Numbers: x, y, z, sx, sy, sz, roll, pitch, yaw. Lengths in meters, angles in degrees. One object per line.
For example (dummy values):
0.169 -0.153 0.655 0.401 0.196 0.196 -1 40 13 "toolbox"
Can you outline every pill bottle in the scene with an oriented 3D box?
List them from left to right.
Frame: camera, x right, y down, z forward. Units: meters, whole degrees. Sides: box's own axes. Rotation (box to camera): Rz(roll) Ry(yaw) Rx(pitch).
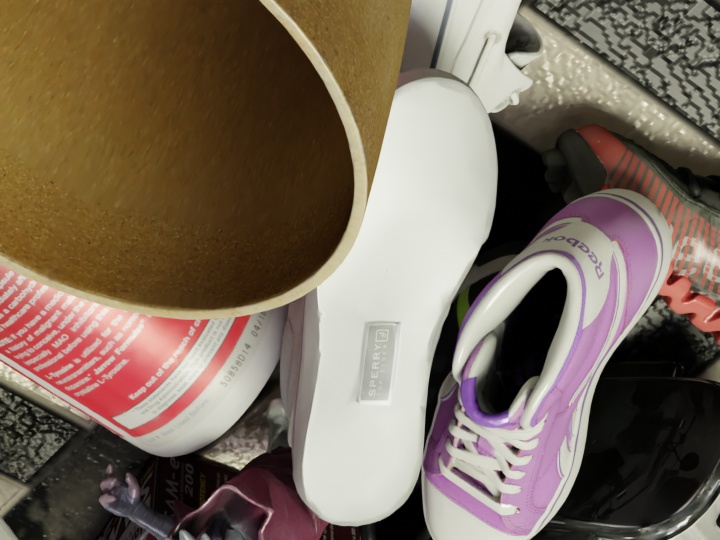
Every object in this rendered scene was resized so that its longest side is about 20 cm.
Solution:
-0.134 -0.010 0.870 0.200 0.112 0.112 36 120 -28 "pill bottle"

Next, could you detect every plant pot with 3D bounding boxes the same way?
-0.053 -0.119 0.645 0.186 0.200 0.186 16 143 12 "plant pot"

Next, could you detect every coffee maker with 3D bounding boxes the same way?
0.157 0.155 0.999 0.192 0.135 0.200 -25 122 32 "coffee maker"

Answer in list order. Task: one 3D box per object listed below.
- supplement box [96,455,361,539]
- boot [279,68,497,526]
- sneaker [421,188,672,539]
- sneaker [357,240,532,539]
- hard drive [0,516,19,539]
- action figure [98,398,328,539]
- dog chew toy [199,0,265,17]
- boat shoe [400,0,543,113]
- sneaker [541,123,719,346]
-0.043 0.179 1.066 0.200 0.061 0.109 22 126 -20 "supplement box"
0.000 0.000 0.820 0.073 0.096 0.200 7 113 -17 "boot"
0.057 0.061 0.854 0.073 0.114 0.201 29 120 17 "sneaker"
0.055 0.075 0.967 0.072 0.083 0.200 19 127 -18 "sneaker"
-0.228 0.129 0.890 0.132 0.026 0.200 -19 130 12 "hard drive"
-0.038 0.122 0.934 0.134 0.200 0.149 -39 95 24 "action figure"
-0.089 -0.108 0.789 0.200 0.125 0.125 7 130 2 "dog chew toy"
0.044 -0.094 0.831 0.065 0.074 0.200 10 130 -5 "boat shoe"
0.173 -0.012 0.910 0.200 0.071 0.098 40 102 -18 "sneaker"
